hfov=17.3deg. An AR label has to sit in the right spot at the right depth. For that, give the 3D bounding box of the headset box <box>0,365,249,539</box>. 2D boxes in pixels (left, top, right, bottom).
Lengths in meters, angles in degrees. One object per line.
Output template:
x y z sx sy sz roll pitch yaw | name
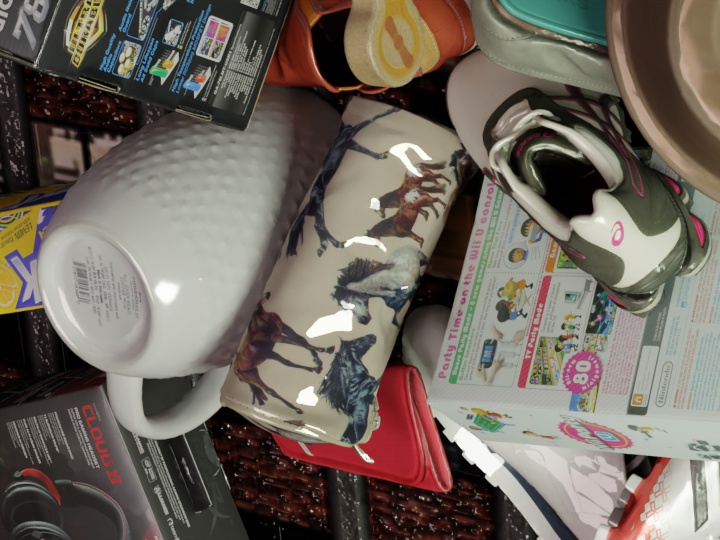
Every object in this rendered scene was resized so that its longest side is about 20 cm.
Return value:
-0.171 0.140 1.552 0.200 0.075 0.149 -13 101 41 | headset box

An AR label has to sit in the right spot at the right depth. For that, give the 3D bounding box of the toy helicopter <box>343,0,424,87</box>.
0.000 -0.188 1.164 0.079 0.132 0.200 3 105 37 | toy helicopter

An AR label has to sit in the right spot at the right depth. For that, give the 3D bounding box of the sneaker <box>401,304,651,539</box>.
0.107 0.086 1.321 0.200 0.076 0.081 47 119 6 | sneaker

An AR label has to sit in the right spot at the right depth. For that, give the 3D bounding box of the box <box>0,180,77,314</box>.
-0.193 -0.017 1.505 0.200 0.064 0.070 -9 105 40 | box

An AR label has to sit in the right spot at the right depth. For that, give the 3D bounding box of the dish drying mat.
-0.010 0.085 1.387 0.200 0.018 0.077 4 113 63 | dish drying mat

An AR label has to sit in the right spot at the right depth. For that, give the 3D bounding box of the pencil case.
0.000 0.000 1.287 0.200 0.089 0.078 -67 23 -5 | pencil case

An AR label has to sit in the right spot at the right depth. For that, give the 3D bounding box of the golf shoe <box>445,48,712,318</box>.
0.097 -0.064 1.181 0.077 0.088 0.200 -49 47 8 | golf shoe

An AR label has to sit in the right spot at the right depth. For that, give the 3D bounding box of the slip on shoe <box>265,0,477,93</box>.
-0.013 -0.128 1.295 0.200 0.061 0.074 1 126 52 | slip on shoe

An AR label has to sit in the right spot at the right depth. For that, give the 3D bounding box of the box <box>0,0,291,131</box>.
-0.092 -0.184 1.213 0.050 0.198 0.200 22 95 29 | box

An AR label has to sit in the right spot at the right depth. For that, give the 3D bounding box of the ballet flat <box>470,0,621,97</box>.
0.151 -0.108 1.178 0.200 0.067 0.064 18 156 1 | ballet flat

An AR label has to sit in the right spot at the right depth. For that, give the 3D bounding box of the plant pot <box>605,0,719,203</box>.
0.200 -0.107 1.034 0.200 0.175 0.201 2 99 12 | plant pot

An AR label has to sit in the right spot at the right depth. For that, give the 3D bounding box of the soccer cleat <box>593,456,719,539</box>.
0.185 0.116 1.237 0.085 0.069 0.200 29 100 10 | soccer cleat

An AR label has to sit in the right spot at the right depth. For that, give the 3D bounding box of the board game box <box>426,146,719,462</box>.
0.145 0.016 1.203 0.200 0.064 0.148 3 69 36 | board game box

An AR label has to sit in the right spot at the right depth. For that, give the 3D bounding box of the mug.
-0.097 0.007 1.364 0.148 0.175 0.200 26 124 27 | mug
